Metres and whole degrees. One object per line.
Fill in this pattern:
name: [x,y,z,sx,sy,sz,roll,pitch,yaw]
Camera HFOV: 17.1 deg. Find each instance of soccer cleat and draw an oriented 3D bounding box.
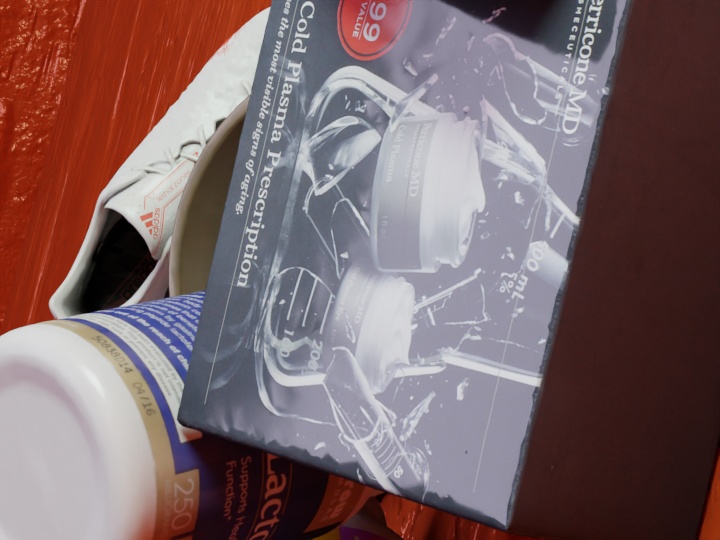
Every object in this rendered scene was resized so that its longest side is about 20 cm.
soccer cleat: [-0.084,-0.045,1.183,0.200,0.069,0.085,-53,-13,16]

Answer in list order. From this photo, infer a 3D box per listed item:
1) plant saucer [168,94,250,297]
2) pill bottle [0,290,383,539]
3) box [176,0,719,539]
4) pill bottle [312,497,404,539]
plant saucer: [0.000,0.000,1.112,0.029,0.200,0.200,3,-76,-60]
pill bottle: [-0.061,0.065,1.004,0.116,0.200,0.116,11,106,42]
box: [0.045,-0.016,0.880,0.182,0.104,0.200,12,90,46]
pill bottle: [-0.014,0.178,1.077,0.200,0.104,0.104,-101,28,-58]
